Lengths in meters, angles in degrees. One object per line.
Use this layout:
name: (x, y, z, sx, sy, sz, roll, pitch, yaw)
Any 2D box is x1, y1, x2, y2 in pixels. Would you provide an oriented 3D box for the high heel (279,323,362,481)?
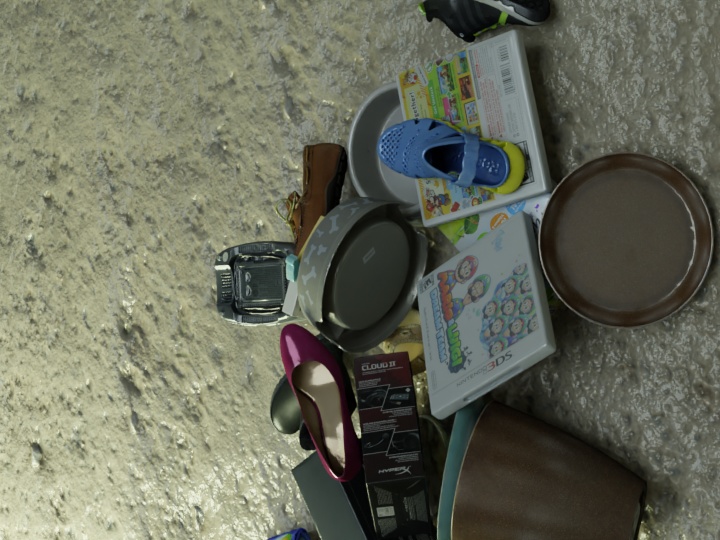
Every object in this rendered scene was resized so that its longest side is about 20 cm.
high heel: (-0.049, 0.159, 1.601, 0.067, 0.096, 0.202, -30, 89, 9)

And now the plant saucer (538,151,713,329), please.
plant saucer: (0.306, -0.034, 1.512, 0.197, 0.032, 0.204, 0, 90, 13)

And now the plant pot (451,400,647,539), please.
plant pot: (0.229, 0.270, 1.541, 0.197, 0.187, 0.190, 13, 99, 19)

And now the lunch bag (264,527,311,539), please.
lunch bag: (-0.124, 0.482, 1.857, 0.169, 0.126, 0.203, -27, 62, 38)

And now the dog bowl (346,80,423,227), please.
dog bowl: (0.064, -0.159, 1.729, 0.198, 0.058, 0.203, 1, 92, 38)

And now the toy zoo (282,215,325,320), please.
toy zoo: (-0.031, 0.007, 1.702, 0.020, 0.199, 0.133, 24, 92, 36)

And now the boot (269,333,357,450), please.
boot: (-0.067, 0.189, 1.758, 0.166, 0.065, 0.200, -63, 17, 16)

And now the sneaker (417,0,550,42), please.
sneaker: (0.157, -0.329, 1.660, 0.199, 0.071, 0.084, 27, 131, 37)

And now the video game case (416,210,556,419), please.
video game case: (0.145, 0.052, 1.565, 0.181, 0.024, 0.202, -36, 42, 32)

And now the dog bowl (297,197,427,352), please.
dog bowl: (0.000, 0.000, 1.657, 0.058, 0.199, 0.203, 24, 105, 36)

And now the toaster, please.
toaster: (-0.099, 0.016, 1.817, 0.198, 0.128, 0.116, -6, 88, 39)

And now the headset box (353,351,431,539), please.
headset box: (0.039, 0.213, 1.654, 0.076, 0.150, 0.202, -7, 51, 2)

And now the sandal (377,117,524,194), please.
sandal: (0.098, -0.142, 1.586, 0.198, 0.087, 0.081, 12, 99, 36)

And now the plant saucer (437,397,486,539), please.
plant saucer: (0.128, 0.241, 1.610, 0.027, 0.200, 0.203, 8, 97, 12)

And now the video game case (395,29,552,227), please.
video game case: (0.138, -0.173, 1.622, 0.180, 0.023, 0.203, -15, 82, 34)

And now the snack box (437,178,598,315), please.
snack box: (0.195, -0.052, 1.626, 0.200, 0.053, 0.143, 49, 119, 27)

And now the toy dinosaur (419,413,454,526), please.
toy dinosaur: (0.108, 0.232, 1.665, 0.057, 0.102, 0.202, -6, 124, 2)

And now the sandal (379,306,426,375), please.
sandal: (0.071, 0.105, 1.719, 0.211, 0.069, 0.079, 34, 111, 34)

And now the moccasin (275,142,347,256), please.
moccasin: (-0.069, -0.081, 1.731, 0.076, 0.074, 0.204, 5, 66, 9)

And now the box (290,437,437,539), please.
box: (0.014, 0.326, 1.723, 0.079, 0.140, 0.202, -39, 67, 32)
